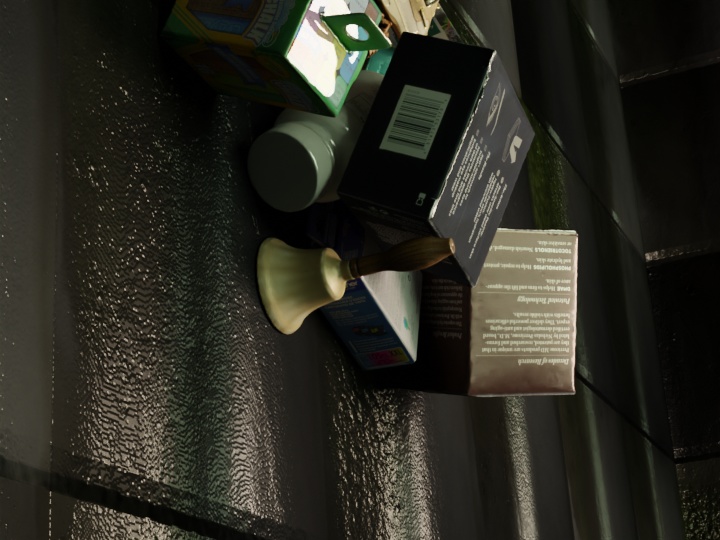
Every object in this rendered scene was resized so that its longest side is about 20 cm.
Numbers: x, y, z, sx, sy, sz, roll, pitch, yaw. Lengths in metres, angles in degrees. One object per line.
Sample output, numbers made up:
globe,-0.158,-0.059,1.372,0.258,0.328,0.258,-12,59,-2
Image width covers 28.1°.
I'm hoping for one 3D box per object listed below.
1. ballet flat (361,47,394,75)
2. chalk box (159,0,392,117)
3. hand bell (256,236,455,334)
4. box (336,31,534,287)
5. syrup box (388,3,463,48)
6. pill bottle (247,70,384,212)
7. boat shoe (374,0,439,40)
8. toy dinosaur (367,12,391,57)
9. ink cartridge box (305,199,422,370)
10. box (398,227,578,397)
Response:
ballet flat,-0.010,-0.180,1.724,0.069,0.069,0.201,44,65,-55
chalk box,-0.068,-0.235,1.402,0.124,0.199,0.125,44,66,-54
hand bell,0.003,-0.003,1.494,0.104,0.199,0.105,-12,90,-69
box,0.086,-0.117,1.560,0.198,0.117,0.200,-67,154,-14
syrup box,0.097,-0.257,1.819,0.082,0.078,0.201,62,4,-37
pill bottle,-0.034,-0.138,1.571,0.200,0.114,0.115,-38,114,-53
boat shoe,0.059,-0.313,1.687,0.074,0.069,0.200,57,4,23
toy dinosaur,-0.022,-0.274,1.658,0.103,0.135,0.200,65,-23,10
ink cartridge box,0.000,0.000,1.655,0.200,0.076,0.137,59,28,-43
box,0.155,0.049,1.773,0.163,0.166,0.202,1,90,-29
